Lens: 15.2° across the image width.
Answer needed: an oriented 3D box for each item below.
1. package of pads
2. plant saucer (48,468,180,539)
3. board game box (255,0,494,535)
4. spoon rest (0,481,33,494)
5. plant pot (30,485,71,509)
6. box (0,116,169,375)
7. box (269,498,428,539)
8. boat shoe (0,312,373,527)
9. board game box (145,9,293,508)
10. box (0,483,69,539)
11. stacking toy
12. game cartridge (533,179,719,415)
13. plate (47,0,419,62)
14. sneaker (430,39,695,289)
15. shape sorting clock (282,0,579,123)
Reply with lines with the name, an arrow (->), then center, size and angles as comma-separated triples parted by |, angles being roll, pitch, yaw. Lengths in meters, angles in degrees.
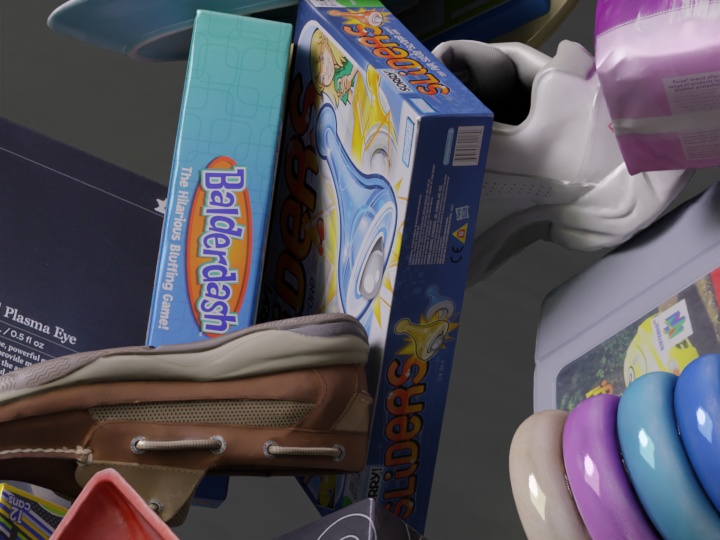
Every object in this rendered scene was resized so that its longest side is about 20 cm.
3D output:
package of pads -> 0.191, -0.109, 1.021 | 0.199, 0.076, 0.121 | -6, 48, 18
plant saucer -> -0.082, 0.199, 0.894 | 0.200, 0.037, 0.200 | -55, 45, 5
board game box -> 0.000, 0.000, 1.130 | 0.135, 0.034, 0.201 | -130, 43, -56
spoon rest -> -0.117, 0.143, 1.110 | 0.099, 0.201, 0.060 | -22, 9, -37
plant pot -> -0.198, 0.192, 1.171 | 0.200, 0.200, 0.184 | -24, 55, 34
box -> -0.202, 0.023, 1.279 | 0.104, 0.199, 0.183 | -44, 28, 51
box -> -0.002, 0.206, 0.958 | 0.114, 0.132, 0.201 | -26, 43, 32
boat shoe -> -0.086, 0.066, 1.041 | 0.076, 0.199, 0.072 | 154, 106, -74
board game box -> -0.066, 0.001, 1.172 | 0.152, 0.045, 0.201 | 126, 152, -83
box -> -0.088, 0.147, 1.046 | 0.064, 0.200, 0.070 | -10, 62, 44
stacking toy -> 0.154, 0.051, 0.920 | 0.199, 0.085, 0.086 | -27, 41, 21
game cartridge -> 0.129, 0.056, 1.030 | 0.133, 0.041, 0.201 | -38, 37, 26
plate -> -0.040, -0.120, 1.209 | 0.200, 0.200, 0.026 | -14, 88, 42
sneaker -> 0.051, -0.053, 1.140 | 0.200, 0.099, 0.078 | -20, 25, 48
shape sorting clock -> 0.038, -0.137, 1.302 | 0.199, 0.039, 0.201 | -25, 41, 24
